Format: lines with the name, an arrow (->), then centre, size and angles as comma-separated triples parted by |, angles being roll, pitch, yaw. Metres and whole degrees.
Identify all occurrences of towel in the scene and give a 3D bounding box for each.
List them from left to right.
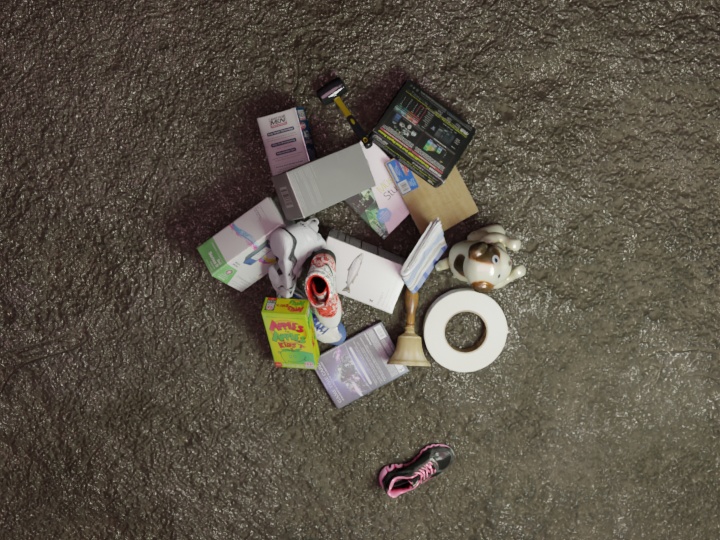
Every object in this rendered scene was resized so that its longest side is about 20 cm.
towel -> 0.144, -0.026, 1.605 | 0.024, 0.200, 0.147 | 32, 83, 17

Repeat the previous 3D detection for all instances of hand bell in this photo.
hand bell -> 0.117, 0.123, 1.701 | 0.104, 0.104, 0.201 | 3, 84, -1

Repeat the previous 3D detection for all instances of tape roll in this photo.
tape roll -> 0.250, 0.143, 1.728 | 0.202, 0.037, 0.204 | 0, 100, 0

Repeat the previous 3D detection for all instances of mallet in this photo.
mallet -> -0.020, -0.348, 1.589 | 0.066, 0.041, 0.200 | -39, 64, 0

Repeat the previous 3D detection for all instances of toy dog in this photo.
toy dog -> 0.271, -0.025, 1.614 | 0.193, 0.200, 0.140 | 1, 100, -1

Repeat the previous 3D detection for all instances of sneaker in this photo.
sneaker -> -0.137, -0.027, 1.586 | 0.115, 0.075, 0.200 | -30, 144, -31
sneaker -> -0.119, 0.114, 1.692 | 0.200, 0.088, 0.075 | 37, 96, -8
sneaker -> -0.083, 0.065, 1.561 | 0.067, 0.108, 0.202 | 3, 122, 8
sneaker -> 0.141, 0.495, 1.760 | 0.199, 0.095, 0.079 | -28, 98, 3

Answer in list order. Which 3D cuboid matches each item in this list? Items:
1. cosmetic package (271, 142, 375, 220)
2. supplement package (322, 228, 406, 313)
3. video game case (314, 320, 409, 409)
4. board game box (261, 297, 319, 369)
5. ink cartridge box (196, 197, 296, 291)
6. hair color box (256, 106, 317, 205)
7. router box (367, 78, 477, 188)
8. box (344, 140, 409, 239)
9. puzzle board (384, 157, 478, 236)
cosmetic package -> -0.078, -0.193, 1.562 | 0.200, 0.090, 0.107 | -26, 101, -31
supplement package -> 0.000, 0.000, 1.657 | 0.199, 0.117, 0.117 | 21, 102, -4
video game case -> -0.003, 0.230, 1.749 | 0.199, 0.019, 0.143 | -29, 99, 5
board game box -> -0.157, 0.147, 1.655 | 0.101, 0.048, 0.200 | 3, 137, 9
ink cartridge box -> -0.240, -0.056, 1.622 | 0.200, 0.145, 0.088 | -36, 66, 4
hair color box -> -0.154, -0.258, 1.627 | 0.100, 0.061, 0.201 | -11, 101, 18
router box -> 0.138, -0.303, 1.612 | 0.200, 0.062, 0.150 | 35, 78, -6
box -> 0.034, -0.192, 1.665 | 0.200, 0.036, 0.144 | 44, 97, -7
puzzle board -> 0.162, -0.189, 1.651 | 0.150, 0.017, 0.201 | -29, 93, -13
